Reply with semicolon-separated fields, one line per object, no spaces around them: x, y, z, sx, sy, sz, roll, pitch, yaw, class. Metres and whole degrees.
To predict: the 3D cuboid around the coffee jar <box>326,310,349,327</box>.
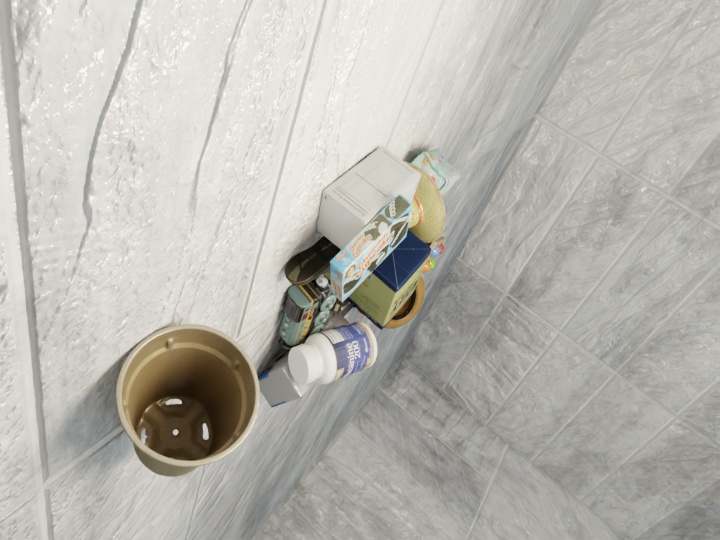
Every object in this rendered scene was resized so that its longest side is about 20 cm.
-0.092;0.219;1.505;0.085;0.103;0.204;-33;154;-43;coffee jar

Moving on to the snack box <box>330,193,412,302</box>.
0.020;-0.042;1.000;0.200;0.037;0.117;-45;161;-22;snack box

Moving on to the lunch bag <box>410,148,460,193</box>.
0.146;-0.203;1.352;0.200;0.123;0.170;-44;175;25;lunch bag

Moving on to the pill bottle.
-0.063;0.192;1.202;0.196;0.112;0.113;-12;139;-41;pill bottle

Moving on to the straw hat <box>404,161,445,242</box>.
0.095;-0.140;1.201;0.084;0.202;0.204;-27;153;-29;straw hat

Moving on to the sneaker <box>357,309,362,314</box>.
0.057;0.035;1.460;0.205;0.075;0.082;-63;180;-2;sneaker

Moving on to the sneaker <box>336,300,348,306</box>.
0.000;0.000;1.423;0.203;0.066;0.090;-58;170;19;sneaker

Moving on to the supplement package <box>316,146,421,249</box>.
0.016;-0.139;1.065;0.199;0.113;0.111;-42;161;-36;supplement package

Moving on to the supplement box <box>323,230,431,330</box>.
0.032;-0.013;1.210;0.134;0.199;0.202;-43;164;-28;supplement box

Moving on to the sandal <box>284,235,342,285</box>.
-0.064;-0.022;1.069;0.197;0.082;0.055;-34;154;-22;sandal

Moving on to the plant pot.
-0.270;0.218;0.797;0.200;0.200;0.185;-40;172;-43;plant pot

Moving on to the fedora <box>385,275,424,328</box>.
0.101;0.070;1.584;0.194;0.082;0.208;-12;118;-23;fedora

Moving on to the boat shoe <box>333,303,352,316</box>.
-0.007;0.067;1.530;0.203;0.065;0.072;-54;163;-19;boat shoe

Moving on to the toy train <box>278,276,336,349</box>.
-0.128;0.097;1.186;0.112;0.086;0.203;-24;151;-39;toy train

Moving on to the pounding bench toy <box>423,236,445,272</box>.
0.159;-0.043;1.659;0.204;0.154;0.124;-60;164;20;pounding bench toy

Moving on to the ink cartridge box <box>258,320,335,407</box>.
-0.144;0.229;1.295;0.143;0.085;0.199;-30;-172;45;ink cartridge box
